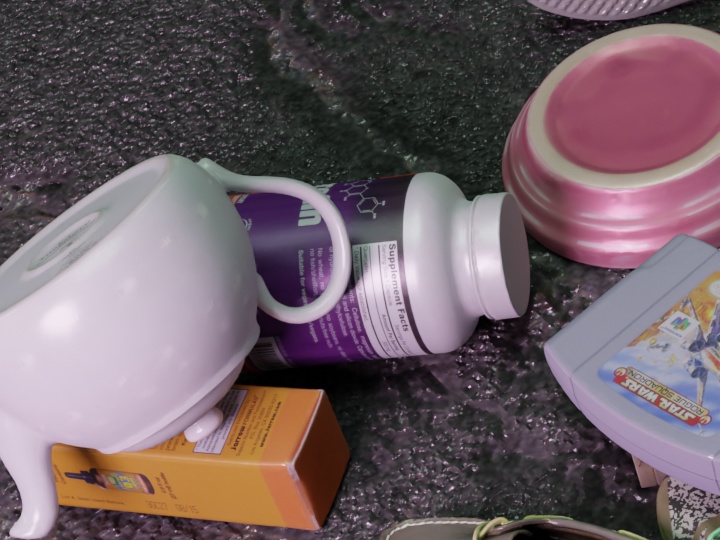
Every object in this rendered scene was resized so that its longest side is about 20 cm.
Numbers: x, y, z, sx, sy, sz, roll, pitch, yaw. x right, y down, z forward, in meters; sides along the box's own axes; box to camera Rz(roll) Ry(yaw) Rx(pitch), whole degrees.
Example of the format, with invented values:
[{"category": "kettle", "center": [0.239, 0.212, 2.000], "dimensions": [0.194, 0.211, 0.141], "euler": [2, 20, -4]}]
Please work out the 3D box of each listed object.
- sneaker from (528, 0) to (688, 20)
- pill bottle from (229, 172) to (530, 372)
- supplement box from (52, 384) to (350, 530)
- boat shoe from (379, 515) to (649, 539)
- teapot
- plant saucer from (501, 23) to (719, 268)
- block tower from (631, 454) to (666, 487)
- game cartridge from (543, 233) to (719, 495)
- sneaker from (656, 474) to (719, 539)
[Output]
[{"category": "sneaker", "center": [0.200, -0.237, 1.936], "dimensions": [0.199, 0.076, 0.105], "euler": [-10, 48, 2]}, {"category": "pill bottle", "center": [0.000, 0.000, 1.757], "dimensions": [0.199, 0.113, 0.113], "euler": [-6, 45, 16]}, {"category": "supplement box", "center": [-0.112, 0.109, 1.730], "dimensions": [0.199, 0.067, 0.069], "euler": [2, 48, 23]}, {"category": "boat shoe", "center": [0.094, 0.168, 1.591], "dimensions": [0.201, 0.060, 0.072], "euler": [10, 52, 29]}, {"category": "teapot", "center": [-0.127, 0.035, 1.660], "dimensions": [0.200, 0.146, 0.198], "euler": [-28, 17, 37]}, {"category": "plant saucer", "center": [0.185, -0.090, 1.817], "dimensions": [0.200, 0.051, 0.201], "euler": [-12, 44, 12]}, {"category": "block tower", "center": [0.252, 0.072, 1.627], "dimensions": [0.199, 0.054, 0.058], "euler": [-12, 43, 10]}, {"category": "game cartridge", "center": [0.202, 0.058, 1.593], "dimensions": [0.133, 0.042, 0.200], "euler": [-35, 40, -23]}, {"category": "sneaker", "center": [0.223, 0.157, 1.529], "dimensions": [0.077, 0.089, 0.200], "euler": [-32, 44, -10]}]
